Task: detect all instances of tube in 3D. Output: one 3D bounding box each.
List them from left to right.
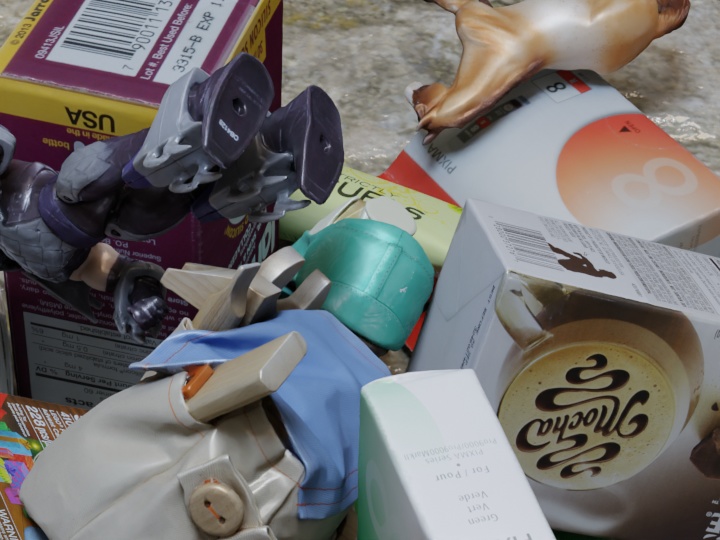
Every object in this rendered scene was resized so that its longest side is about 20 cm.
[{"bbox_3d":[-0.002,-0.031,0.945,0.199,0.052,0.058,17,61,26],"label":"tube"}]

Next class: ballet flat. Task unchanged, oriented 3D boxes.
[{"bbox_3d":[0.000,0.000,0.847,0.067,0.200,0.071,33,88,-8],"label":"ballet flat"}]

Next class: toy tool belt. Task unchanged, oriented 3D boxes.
[{"bbox_3d":[-0.035,0.052,0.689,0.125,0.123,0.200,40,19,4],"label":"toy tool belt"}]

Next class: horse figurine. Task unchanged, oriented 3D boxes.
[{"bbox_3d":[0.109,-0.144,1.030,0.198,0.050,0.133,-11,42,-11],"label":"horse figurine"}]

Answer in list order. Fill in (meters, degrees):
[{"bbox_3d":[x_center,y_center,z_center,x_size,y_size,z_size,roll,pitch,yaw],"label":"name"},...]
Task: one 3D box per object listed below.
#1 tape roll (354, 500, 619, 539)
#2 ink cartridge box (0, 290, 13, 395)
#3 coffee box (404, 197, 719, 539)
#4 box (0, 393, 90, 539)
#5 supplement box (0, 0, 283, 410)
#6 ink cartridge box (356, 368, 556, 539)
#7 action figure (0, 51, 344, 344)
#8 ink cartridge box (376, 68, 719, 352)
[{"bbox_3d":[0.032,0.172,0.747,0.199,0.048,0.201,2,43,-2],"label":"tape roll"},{"bbox_3d":[-0.259,-0.006,0.898,0.146,0.086,0.201,-8,45,-13],"label":"ink cartridge box"},{"bbox_3d":[0.127,0.053,0.783,0.198,0.114,0.080,13,22,-16],"label":"coffee box"},{"bbox_3d":[-0.089,0.130,0.668,0.136,0.039,0.200,17,29,-45],"label":"box"},{"bbox_3d":[-0.102,-0.039,0.857,0.102,0.201,0.131,11,43,9],"label":"supplement box"},{"bbox_3d":[0.046,0.158,0.609,0.050,0.162,0.201,-9,44,-12],"label":"ink cartridge box"},{"bbox_3d":[-0.106,-0.029,0.732,0.199,0.130,0.070,-20,50,36],"label":"action figure"},{"bbox_3d":[0.082,-0.038,0.978,0.199,0.050,0.162,-19,46,-27],"label":"ink cartridge box"}]
